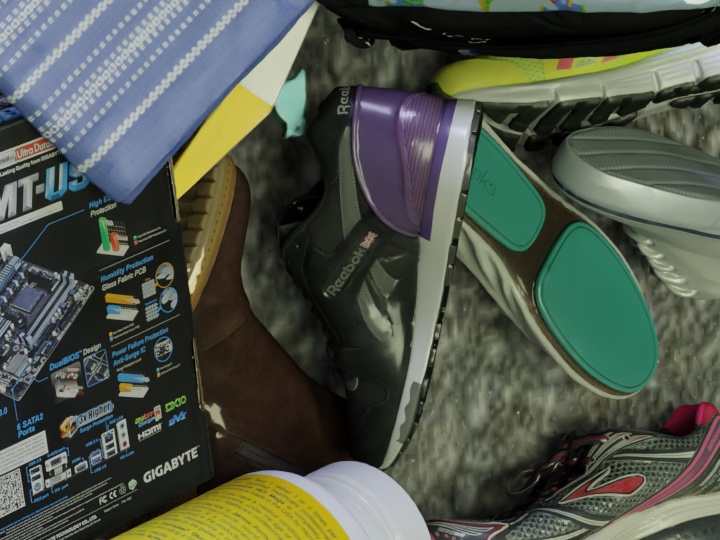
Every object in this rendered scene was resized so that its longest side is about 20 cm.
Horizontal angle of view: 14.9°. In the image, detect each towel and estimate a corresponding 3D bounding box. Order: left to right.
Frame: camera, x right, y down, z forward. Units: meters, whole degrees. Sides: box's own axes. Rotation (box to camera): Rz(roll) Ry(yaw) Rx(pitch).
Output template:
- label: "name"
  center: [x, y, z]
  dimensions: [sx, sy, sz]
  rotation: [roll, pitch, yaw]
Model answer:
- label: "towel"
  center: [-0.117, -0.142, 1.140]
  dimensions: [0.145, 0.024, 0.200]
  rotation: [-48, 114, -9]

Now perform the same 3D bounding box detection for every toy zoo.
- label: "toy zoo"
  center: [-0.107, -0.122, 1.270]
  dimensions: [0.200, 0.020, 0.131]
  rotation: [36, 84, -8]

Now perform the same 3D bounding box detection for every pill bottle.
- label: "pill bottle"
  center: [-0.060, 0.158, 1.249]
  dimensions: [0.200, 0.112, 0.113]
  rotation: [-23, 111, -45]

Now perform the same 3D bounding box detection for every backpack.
- label: "backpack"
  center: [0.102, -0.157, 1.271]
  dimensions: [0.163, 0.200, 0.154]
  rotation: [1, 104, -64]

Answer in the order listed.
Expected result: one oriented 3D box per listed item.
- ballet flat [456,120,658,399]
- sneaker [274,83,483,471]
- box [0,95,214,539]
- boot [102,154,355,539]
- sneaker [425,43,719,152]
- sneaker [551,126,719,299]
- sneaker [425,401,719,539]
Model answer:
- label: "ballet flat"
  center: [0.078, -0.012, 1.390]
  dimensions: [0.069, 0.069, 0.200]
  rotation: [-49, 120, -9]
- label: "sneaker"
  center: [0.000, 0.000, 1.317]
  dimensions: [0.087, 0.076, 0.200]
  rotation: [11, 118, 2]
- label: "box"
  center: [-0.157, 0.031, 1.180]
  dimensions: [0.200, 0.050, 0.199]
  rotation: [-26, 116, -42]
- label: "boot"
  center: [-0.054, 0.052, 1.351]
  dimensions: [0.166, 0.072, 0.201]
  rotation: [17, 91, -39]
- label: "sneaker"
  center: [0.122, -0.119, 1.393]
  dimensions: [0.199, 0.078, 0.091]
  rotation: [-14, 80, -17]
- label: "sneaker"
  center: [0.172, -0.020, 1.414]
  dimensions: [0.200, 0.073, 0.071]
  rotation: [13, 116, -36]
- label: "sneaker"
  center: [0.111, 0.121, 1.430]
  dimensions: [0.200, 0.081, 0.075]
  rotation: [-11, 90, -31]
